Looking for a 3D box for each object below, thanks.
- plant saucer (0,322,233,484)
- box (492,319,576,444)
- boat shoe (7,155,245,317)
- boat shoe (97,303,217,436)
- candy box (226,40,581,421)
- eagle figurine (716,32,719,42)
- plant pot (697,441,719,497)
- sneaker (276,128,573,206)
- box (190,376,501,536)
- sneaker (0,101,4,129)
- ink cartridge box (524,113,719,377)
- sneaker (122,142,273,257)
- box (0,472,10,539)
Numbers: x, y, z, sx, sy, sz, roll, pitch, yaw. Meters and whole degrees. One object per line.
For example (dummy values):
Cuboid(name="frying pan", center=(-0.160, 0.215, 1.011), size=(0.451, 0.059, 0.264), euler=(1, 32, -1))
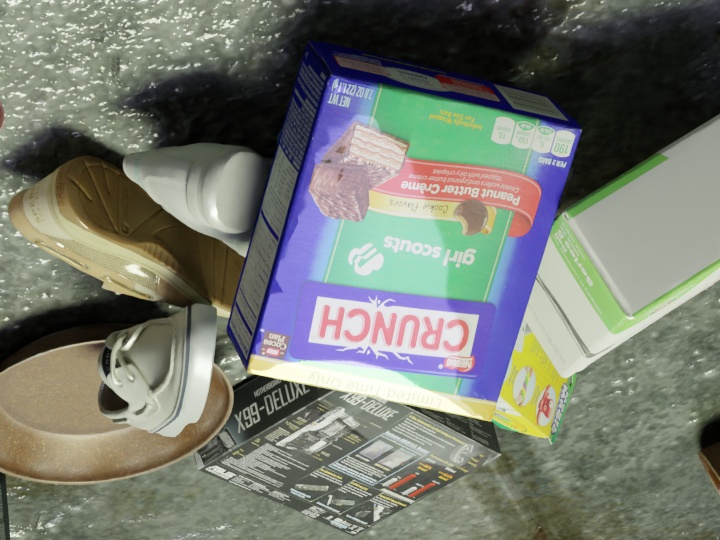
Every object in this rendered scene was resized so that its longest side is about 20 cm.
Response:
Cuboid(name="plant saucer", center=(-0.194, 0.093, 1.710), size=(0.199, 0.037, 0.201), euler=(-9, 147, -6))
Cuboid(name="box", center=(0.104, 0.038, 1.655), size=(0.048, 0.118, 0.200), euler=(9, 160, 37))
Cuboid(name="boat shoe", center=(-0.147, -0.018, 1.540), size=(0.064, 0.072, 0.200), euler=(-19, 146, 33))
Cuboid(name="boat shoe", center=(-0.143, 0.067, 1.573), size=(0.069, 0.071, 0.200), euler=(9, 165, -12))
Cuboid(name="candy box", center=(0.024, -0.022, 1.447), size=(0.168, 0.077, 0.201), euler=(11, 109, -16))
Cuboid(name="eagle figurine", center=(0.322, -0.071, 1.559), size=(0.150, 0.152, 0.201), euler=(-28, 144, -12))
Cuboid(name="plant pot", center=(0.414, 0.180, 1.936), size=(0.199, 0.187, 0.187), euler=(-32, 145, 2))
Cuboid(name="sneaker", center=(0.043, -0.080, 1.510), size=(0.199, 0.077, 0.081), euler=(8, 118, -19))
Cuboid(name="box", center=(-0.011, 0.130, 1.813), size=(0.157, 0.050, 0.200), euler=(-32, 142, 26))
Cuboid(name="sneaker", center=(-0.272, -0.067, 1.411), size=(0.104, 0.076, 0.201), euler=(4, 140, -14))
Cuboid(name="ink cartridge box", center=(0.189, -0.016, 1.522), size=(0.145, 0.084, 0.200), euler=(-31, 173, -13))
Cuboid(name="sneaker", center=(-0.086, -0.048, 1.521), size=(0.088, 0.076, 0.200), euler=(12, 171, 24))
Cuboid(name="box", center=(-0.367, 0.197, 1.730), size=(0.106, 0.123, 0.199), euler=(-34, 141, 30))
